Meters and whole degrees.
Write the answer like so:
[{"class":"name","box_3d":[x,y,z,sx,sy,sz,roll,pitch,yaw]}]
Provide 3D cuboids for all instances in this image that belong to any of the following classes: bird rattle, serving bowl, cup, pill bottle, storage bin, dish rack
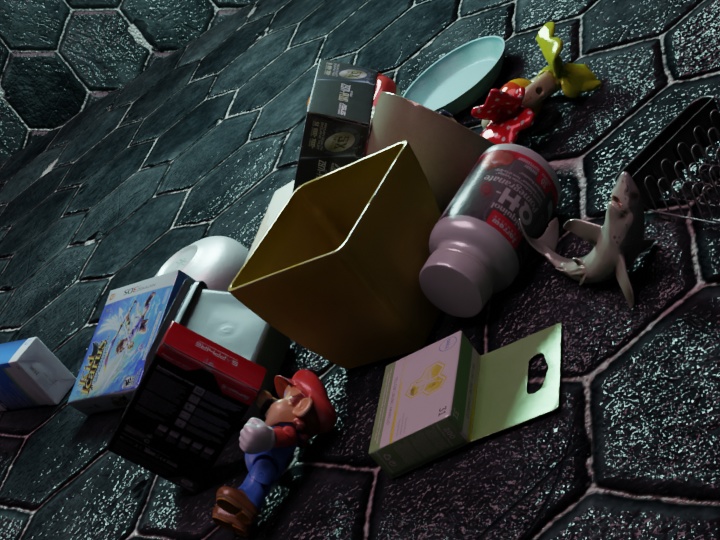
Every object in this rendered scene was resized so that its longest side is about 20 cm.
[{"class":"bird rattle","box_3d":[0.226,-0.227,1.706,0.200,0.113,0.163,-48,4,-15]},{"class":"serving bowl","box_3d":[-0.272,0.012,1.985,0.199,0.066,0.201,-32,25,16]},{"class":"cup","box_3d":[0.083,-0.120,1.601,0.144,0.199,0.200,-63,25,2]},{"class":"pill bottle","box_3d":[0.146,-0.044,1.438,0.110,0.111,0.201,-11,36,46]},{"class":"storage bin","box_3d":[-0.174,0.118,1.595,0.133,0.147,0.201,2,37,15]},{"class":"dish rack","box_3d":[0.378,-0.110,1.300,0.153,0.055,0.200,-44,25,-11]}]

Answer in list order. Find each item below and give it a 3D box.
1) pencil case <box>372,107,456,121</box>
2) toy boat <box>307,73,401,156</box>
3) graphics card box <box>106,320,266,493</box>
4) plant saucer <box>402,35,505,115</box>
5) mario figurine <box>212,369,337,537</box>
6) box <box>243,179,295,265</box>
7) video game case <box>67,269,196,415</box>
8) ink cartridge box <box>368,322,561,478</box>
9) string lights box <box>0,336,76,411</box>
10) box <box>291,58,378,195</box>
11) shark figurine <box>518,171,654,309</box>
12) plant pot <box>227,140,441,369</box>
[{"class":"pencil case","box_3d":[0.074,-0.204,1.855,0.078,0.090,0.200,-43,23,-11]},{"class":"toy boat","box_3d":[-0.031,-0.235,1.976,0.130,0.130,0.202,2,63,58]},{"class":"graphics card box","box_3d":[-0.204,0.162,1.450,0.201,0.124,0.051,-58,9,36]},{"class":"plant saucer","box_3d":[0.151,-0.295,1.974,0.199,0.036,0.201,-31,25,16]},{"class":"mario figurine","box_3d":[-0.110,0.188,1.391,0.123,0.106,0.201,-13,35,47]},{"class":"box","box_3d":[-0.091,-0.045,1.798,0.077,0.095,0.201,-25,25,26]},{"class":"video game case","box_3d":[-0.342,0.109,1.869,0.180,0.045,0.202,-16,48,43]},{"class":"ink cartridge box","box_3d":[0.108,0.119,1.281,0.199,0.048,0.146,-29,25,26]},{"class":"string lights box","box_3d":[-0.568,0.174,2.064,0.199,0.103,0.059,-10,36,46]},{"class":"box","box_3d":[-0.039,-0.157,1.693,0.085,0.202,0.164,12,33,-2]},{"class":"shark figurine","box_3d":[0.260,-0.024,1.317,0.089,0.130,0.214,-19,-3,-24]},{"class":"plant pot","box_3d":[0.000,0.000,1.476,0.199,0.177,0.201,-19,29,42]}]
